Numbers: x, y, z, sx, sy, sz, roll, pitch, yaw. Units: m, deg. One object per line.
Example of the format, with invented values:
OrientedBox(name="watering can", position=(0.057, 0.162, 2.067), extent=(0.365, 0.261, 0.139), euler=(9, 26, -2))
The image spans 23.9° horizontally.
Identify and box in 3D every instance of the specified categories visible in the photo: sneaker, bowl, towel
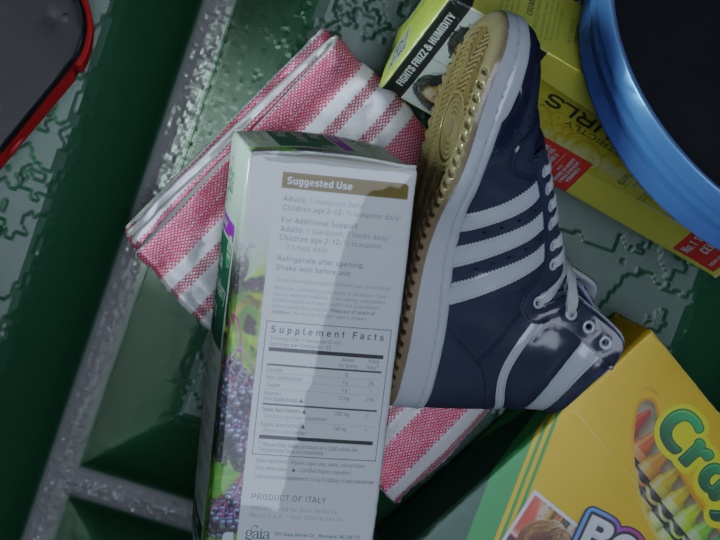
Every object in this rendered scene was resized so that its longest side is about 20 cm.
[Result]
OrientedBox(name="sneaker", position=(0.079, -0.019, 0.794), extent=(0.108, 0.070, 0.201), euler=(9, 118, -10))
OrientedBox(name="bowl", position=(0.190, -0.089, 0.800), extent=(0.199, 0.039, 0.202), euler=(14, 58, -22))
OrientedBox(name="towel", position=(0.000, 0.000, 0.847), extent=(0.146, 0.030, 0.200), euler=(-45, 106, 0))

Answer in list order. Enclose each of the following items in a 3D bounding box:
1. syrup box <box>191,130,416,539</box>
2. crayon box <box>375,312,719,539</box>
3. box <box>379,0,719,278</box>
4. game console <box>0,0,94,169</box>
OrientedBox(name="syrup box", position=(-0.029, 0.040, 0.793), extent=(0.081, 0.079, 0.202), euler=(4, 100, -12))
OrientedBox(name="crayon box", position=(0.137, 0.155, 0.876), extent=(0.172, 0.058, 0.200), euler=(-41, 103, -1))
OrientedBox(name="box", position=(0.114, -0.076, 0.823), extent=(0.199, 0.050, 0.075), euler=(28, 137, -14))
OrientedBox(name="game console", position=(-0.239, -0.113, 0.773), extent=(0.200, 0.031, 0.177), euler=(41, 82, -12))
